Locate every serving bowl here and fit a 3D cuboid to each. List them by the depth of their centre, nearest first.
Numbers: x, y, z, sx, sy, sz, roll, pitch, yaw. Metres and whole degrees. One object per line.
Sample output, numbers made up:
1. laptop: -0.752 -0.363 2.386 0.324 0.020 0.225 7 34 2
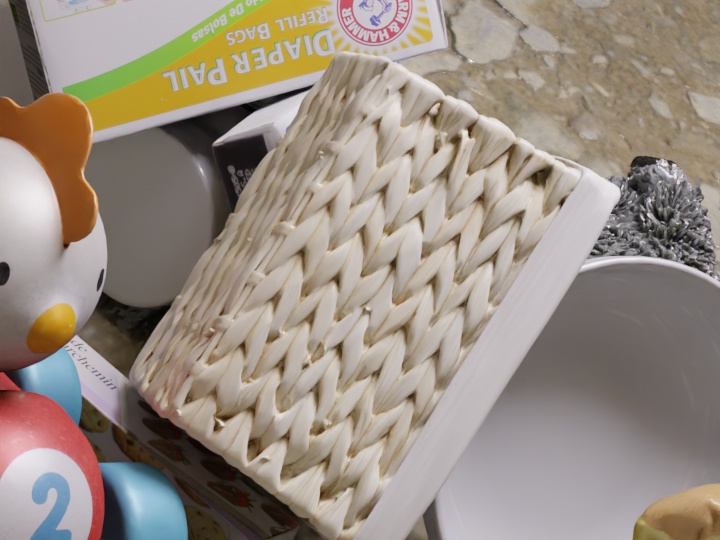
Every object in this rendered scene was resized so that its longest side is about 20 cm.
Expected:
1. serving bowl: 0.111 0.088 1.283 0.200 0.201 0.066 17 0 -25

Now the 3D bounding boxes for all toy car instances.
1. toy car: -0.150 0.026 1.078 0.184 0.200 0.177 3 35 -45

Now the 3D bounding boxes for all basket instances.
1. basket: 0.000 0.010 1.182 0.123 0.200 0.136 34 -2 -14

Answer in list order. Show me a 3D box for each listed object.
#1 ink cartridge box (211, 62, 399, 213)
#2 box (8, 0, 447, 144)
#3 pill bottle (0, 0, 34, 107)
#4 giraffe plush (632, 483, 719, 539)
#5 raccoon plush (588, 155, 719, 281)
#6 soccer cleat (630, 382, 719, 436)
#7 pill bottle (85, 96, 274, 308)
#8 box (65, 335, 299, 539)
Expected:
1. ink cartridge box: 0.000 0.000 1.346 0.200 0.047 0.198 -46 120 -68
2. box: -0.070 -0.139 1.332 0.199 0.102 0.112 -16 13 -10
3. pill bottle: -0.193 -0.141 1.474 0.115 0.116 0.200 22 25 -15
4. giraffe plush: 0.189 0.181 1.198 0.172 0.201 0.162 27 9 9
5. raccoon plush: 0.126 0.010 1.432 0.134 0.097 0.200 -11 36 -17
6. soccer cleat: 0.137 0.058 1.355 0.200 0.065 0.084 19 1 12
7. pill bottle: -0.059 -0.039 1.419 0.114 0.114 0.200 39 26 22
8. box: -0.116 0.075 1.219 0.200 0.042 0.039 39 25 21
